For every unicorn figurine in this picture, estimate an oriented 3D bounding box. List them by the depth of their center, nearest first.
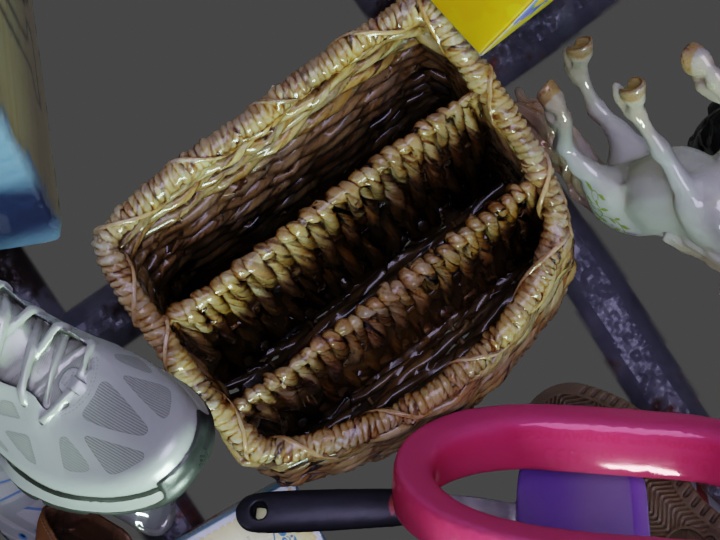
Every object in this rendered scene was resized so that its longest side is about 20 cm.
[{"bbox_3d":[0.148,-0.036,0.803,0.073,0.200,0.138,-30,113,-3],"label":"unicorn figurine"}]

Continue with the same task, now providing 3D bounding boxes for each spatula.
[{"bbox_3d":[0.039,0.115,0.823,0.198,0.021,0.057,0,67,0],"label":"spatula"}]

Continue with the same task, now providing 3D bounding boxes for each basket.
[{"bbox_3d":[0.000,0.000,0.795,0.199,0.149,0.143,-35,69,-4],"label":"basket"}]

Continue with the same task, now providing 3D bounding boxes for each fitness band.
[{"bbox_3d":[0.112,0.102,0.751,0.198,0.144,0.038,5,113,5],"label":"fitness band"}]

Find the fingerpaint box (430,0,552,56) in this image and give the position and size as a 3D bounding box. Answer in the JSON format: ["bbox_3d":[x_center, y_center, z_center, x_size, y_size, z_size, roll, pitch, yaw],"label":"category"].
[{"bbox_3d":[0.062,-0.212,0.807,0.167,0.200,0.073,47,129,1],"label":"fingerpaint box"}]

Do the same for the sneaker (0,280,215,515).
[{"bbox_3d":[-0.161,0.035,0.730,0.199,0.116,0.076,19,68,31],"label":"sneaker"}]

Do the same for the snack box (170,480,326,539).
[{"bbox_3d":[-0.038,0.218,0.852,0.116,0.037,0.201,-28,88,-5],"label":"snack box"}]

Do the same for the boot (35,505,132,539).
[{"bbox_3d":[-0.100,0.213,0.787,0.199,0.076,0.156,32,111,36],"label":"boot"}]

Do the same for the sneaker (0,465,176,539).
[{"bbox_3d":[-0.182,0.100,0.840,0.198,0.075,0.087,3,104,4],"label":"sneaker"}]

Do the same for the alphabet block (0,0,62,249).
[{"bbox_3d":[-0.253,-0.120,0.767,0.194,0.197,0.202,-9,73,-4],"label":"alphabet block"}]

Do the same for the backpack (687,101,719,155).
[{"bbox_3d":[0.283,-0.048,0.837,0.199,0.127,0.168,-25,85,-7],"label":"backpack"}]

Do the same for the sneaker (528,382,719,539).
[{"bbox_3d":[0.166,0.140,0.858,0.071,0.112,0.200,-47,59,-2],"label":"sneaker"}]
